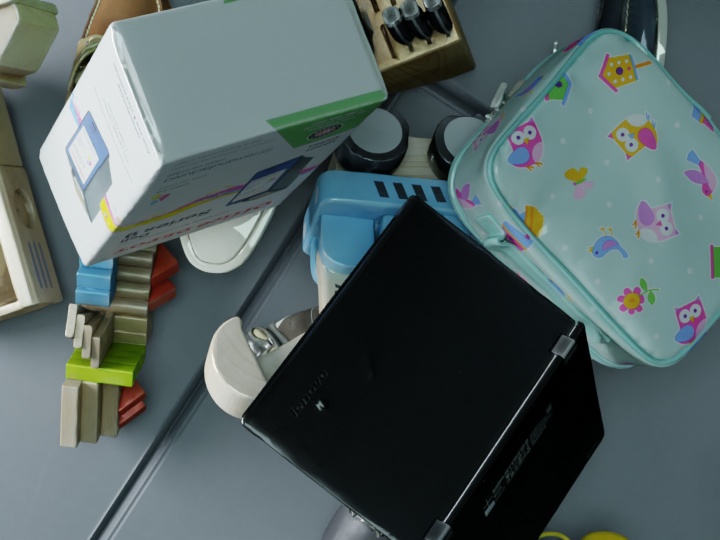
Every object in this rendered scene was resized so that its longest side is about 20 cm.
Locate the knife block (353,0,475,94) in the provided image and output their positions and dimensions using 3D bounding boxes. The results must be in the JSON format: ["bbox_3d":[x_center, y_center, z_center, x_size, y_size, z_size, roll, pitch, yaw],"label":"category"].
[{"bbox_3d":[0.036,-0.163,1.105,0.200,0.176,0.064,-18,87,-38],"label":"knife block"}]

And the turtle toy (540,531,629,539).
[{"bbox_3d":[0.092,0.241,1.154,0.200,0.101,0.146,11,62,2],"label":"turtle toy"}]

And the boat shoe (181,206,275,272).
[{"bbox_3d":[-0.083,-0.096,1.186,0.075,0.062,0.200,3,83,3],"label":"boat shoe"}]

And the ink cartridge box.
[{"bbox_3d":[-0.093,-0.086,1.028,0.145,0.200,0.088,-18,83,-26],"label":"ink cartridge box"}]

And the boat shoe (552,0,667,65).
[{"bbox_3d":[0.165,-0.119,1.187,0.062,0.075,0.200,5,96,-9],"label":"boat shoe"}]

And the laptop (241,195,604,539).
[{"bbox_3d":[0.049,0.098,1.081,0.116,0.200,0.187,23,62,30],"label":"laptop"}]

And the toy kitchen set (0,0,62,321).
[{"bbox_3d":[-0.252,-0.064,1.113,0.163,0.200,0.181,-18,87,14],"label":"toy kitchen set"}]

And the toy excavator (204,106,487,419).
[{"bbox_3d":[0.000,0.000,1.117,0.194,0.100,0.200,4,61,-11],"label":"toy excavator"}]

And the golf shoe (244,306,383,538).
[{"bbox_3d":[-0.001,0.088,1.140,0.094,0.078,0.200,-31,51,-8],"label":"golf shoe"}]

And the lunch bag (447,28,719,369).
[{"bbox_3d":[0.156,-0.043,1.106,0.200,0.077,0.160,46,76,-13],"label":"lunch bag"}]

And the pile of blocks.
[{"bbox_3d":[-0.159,0.022,1.181,0.062,0.082,0.200,6,87,2],"label":"pile of blocks"}]

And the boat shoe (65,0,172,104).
[{"bbox_3d":[-0.160,-0.120,1.165,0.076,0.074,0.200,1,63,2],"label":"boat shoe"}]

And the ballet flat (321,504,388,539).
[{"bbox_3d":[0.053,0.133,1.175,0.200,0.073,0.073,-27,87,-3],"label":"ballet flat"}]
